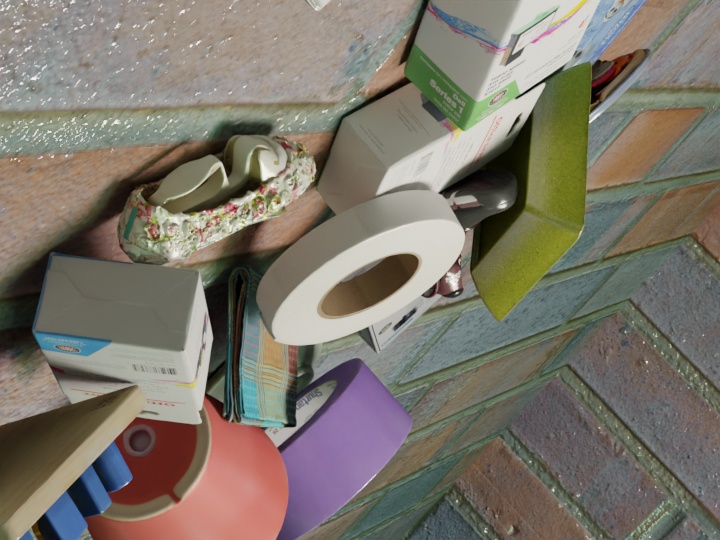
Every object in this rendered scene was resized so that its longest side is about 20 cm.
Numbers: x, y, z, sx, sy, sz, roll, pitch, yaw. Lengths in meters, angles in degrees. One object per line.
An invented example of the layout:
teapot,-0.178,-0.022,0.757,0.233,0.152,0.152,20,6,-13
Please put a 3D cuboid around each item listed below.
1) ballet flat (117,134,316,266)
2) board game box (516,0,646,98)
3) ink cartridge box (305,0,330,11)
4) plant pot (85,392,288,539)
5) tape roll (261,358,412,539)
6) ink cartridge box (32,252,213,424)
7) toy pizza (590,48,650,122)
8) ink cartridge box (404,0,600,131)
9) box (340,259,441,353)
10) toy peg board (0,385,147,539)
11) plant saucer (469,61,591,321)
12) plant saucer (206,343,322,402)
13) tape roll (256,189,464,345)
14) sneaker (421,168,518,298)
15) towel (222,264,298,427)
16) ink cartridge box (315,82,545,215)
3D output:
ballet flat,-0.103,-0.065,1.330,0.200,0.076,0.064,-35,147,-40
board game box,0.206,-0.243,1.686,0.199,0.043,0.200,-20,153,-54
ink cartridge box,-0.038,-0.236,0.760,0.147,0.200,0.083,-42,166,-2
plant pot,-0.183,0.189,1.622,0.200,0.200,0.177,-41,154,-8
tape roll,-0.048,0.188,1.812,0.200,0.085,0.200,-40,-173,6
ink cartridge box,-0.179,0.057,1.355,0.200,0.115,0.068,94,4,-69
toy pizza,0.225,-0.179,1.860,0.200,0.032,0.200,-40,-173,6
ink cartridge box,0.133,-0.230,1.448,0.145,0.084,0.200,-35,163,-28
box,0.033,0.014,1.914,0.117,0.060,0.200,-41,165,-8
toy peg board,-0.266,0.195,1.313,0.199,0.098,0.200,-17,-162,30
plant saucer,0.159,-0.081,1.700,0.200,0.048,0.200,126,-26,-56
plant saucer,-0.105,0.128,1.895,0.200,0.050,0.200,-40,166,-13
tape roll,0.000,0.000,1.590,0.202,0.037,0.203,-25,159,-11
sneaker,0.094,-0.031,1.690,0.076,0.116,0.200,-26,-168,-33
towel,-0.090,0.077,1.670,0.022,0.147,0.200,0,173,14
ink cartridge box,0.064,-0.123,1.586,0.200,0.067,0.117,-30,161,-30
